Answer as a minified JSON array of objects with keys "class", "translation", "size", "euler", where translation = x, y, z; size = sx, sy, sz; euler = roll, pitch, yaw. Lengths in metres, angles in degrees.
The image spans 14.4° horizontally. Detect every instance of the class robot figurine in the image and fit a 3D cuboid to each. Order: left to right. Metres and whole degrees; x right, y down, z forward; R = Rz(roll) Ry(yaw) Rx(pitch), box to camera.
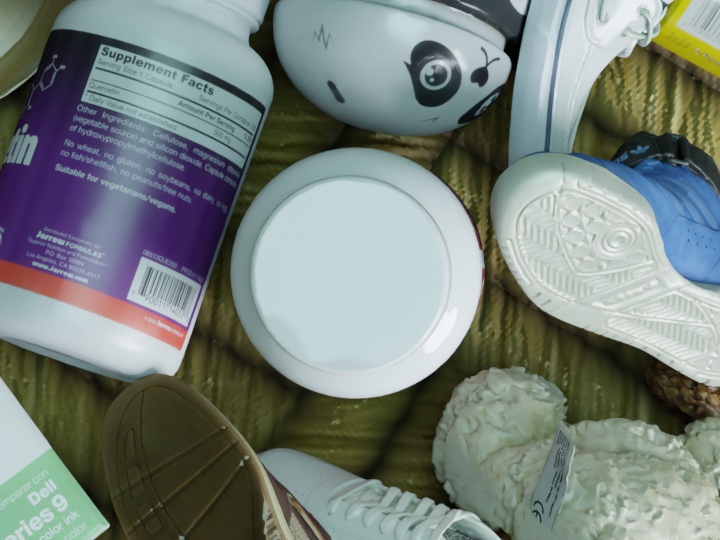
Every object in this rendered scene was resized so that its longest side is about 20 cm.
[{"class":"robot figurine","translation":[0.031,-0.165,1.387],"size":[0.150,0.125,0.200],"euler":[16,83,-9]}]

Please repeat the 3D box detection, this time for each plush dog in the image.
[{"class":"plush dog","translation":[0.152,0.129,1.391],"size":[0.172,0.160,0.200],"euler":[-13,89,-36]}]

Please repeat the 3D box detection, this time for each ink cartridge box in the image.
[{"class":"ink cartridge box","translation":[-0.213,0.063,1.317],"size":[0.087,0.145,0.200],"euler":[-38,93,-11]}]

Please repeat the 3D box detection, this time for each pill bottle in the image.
[{"class":"pill bottle","translation":[-0.111,-0.053,1.360],"size":[0.112,0.112,0.200],"euler":[20,82,-8]},{"class":"pill bottle","translation":[0.000,0.000,1.316],"size":[0.113,0.200,0.113],"euler":[0,90,3]}]

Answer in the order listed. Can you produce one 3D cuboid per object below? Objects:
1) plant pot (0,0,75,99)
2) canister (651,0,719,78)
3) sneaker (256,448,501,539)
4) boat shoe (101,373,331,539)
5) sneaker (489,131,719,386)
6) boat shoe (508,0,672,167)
[{"class":"plant pot","translation":[-0.229,-0.168,1.391],"size":[0.200,0.027,0.200],"euler":[1,87,-10]},{"class":"canister","translation":[0.262,-0.134,1.447],"size":[0.200,0.087,0.149],"euler":[28,82,-6]},{"class":"sneaker","translation":[0.024,0.137,1.353],"size":[0.200,0.081,0.076],"euler":[35,43,24]},{"class":"boat shoe","translation":[-0.047,0.136,1.320],"size":[0.072,0.072,0.200],"euler":[-41,75,6]},{"class":"sneaker","translation":[0.124,-0.027,1.382],"size":[0.200,0.111,0.077],"euler":[28,122,-38]},{"class":"boat shoe","translation":[0.121,-0.138,1.390],"size":[0.067,0.074,0.200],"euler":[13,101,8]}]
